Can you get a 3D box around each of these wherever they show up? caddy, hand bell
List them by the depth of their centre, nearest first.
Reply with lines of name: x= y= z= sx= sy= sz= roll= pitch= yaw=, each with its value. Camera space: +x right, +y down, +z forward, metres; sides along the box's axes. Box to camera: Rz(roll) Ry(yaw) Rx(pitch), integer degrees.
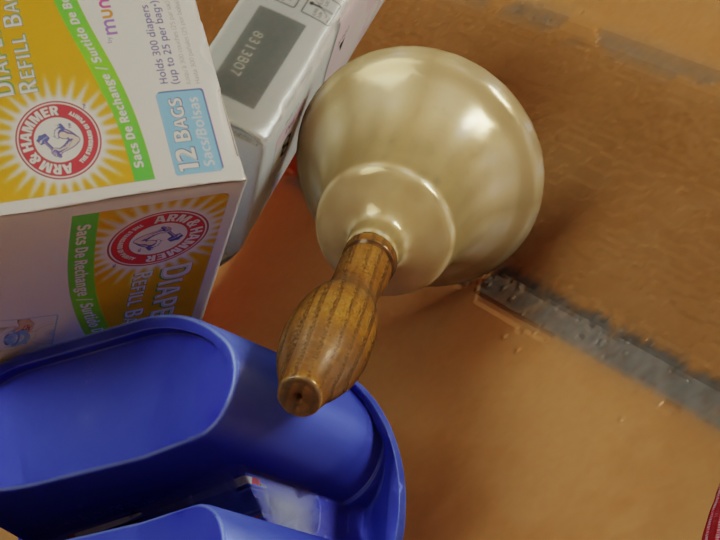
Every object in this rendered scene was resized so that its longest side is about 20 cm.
hand bell: x=0.000 y=0.000 z=0.957 sx=0.104 sy=0.105 sz=0.200 roll=-24 pitch=16 yaw=24
caddy: x=-0.075 y=0.101 z=0.963 sx=0.199 sy=0.105 sz=0.143 roll=-15 pitch=61 yaw=36

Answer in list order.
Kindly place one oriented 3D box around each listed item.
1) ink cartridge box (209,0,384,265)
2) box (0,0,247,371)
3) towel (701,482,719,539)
ink cartridge box: x=-0.040 y=-0.060 z=1.130 sx=0.057 sy=0.201 sz=0.163 roll=22 pitch=55 yaw=9
box: x=-0.119 y=-0.027 z=0.999 sx=0.101 sy=0.200 sz=0.113 roll=-9 pitch=65 yaw=-17
towel: x=0.188 y=0.031 z=0.839 sx=0.143 sy=0.023 sz=0.201 roll=-12 pitch=40 yaw=41
